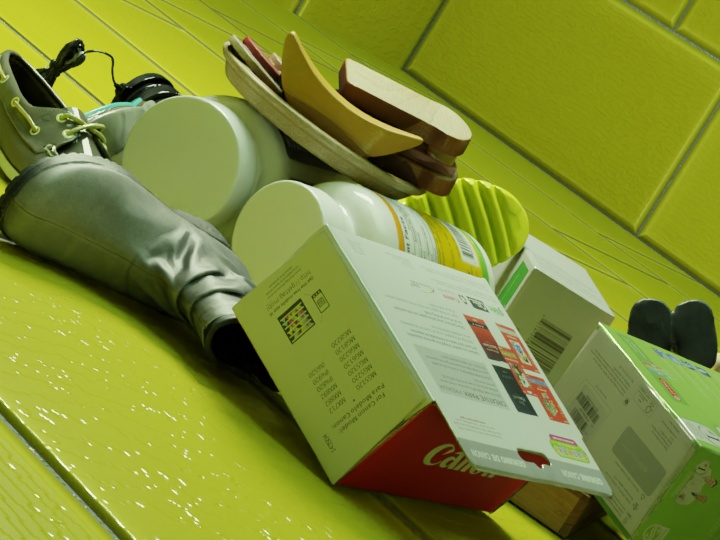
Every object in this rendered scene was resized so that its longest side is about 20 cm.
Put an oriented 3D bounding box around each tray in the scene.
[{"bbox_3d":[0.130,0.134,1.665,0.098,0.037,0.200,34,9,13],"label":"tray"}]

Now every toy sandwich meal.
[{"bbox_3d":[-0.009,-0.123,1.752,0.205,0.070,0.205,35,10,-7],"label":"toy sandwich meal"}]

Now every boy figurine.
[{"bbox_3d":[0.241,0.074,1.896,0.123,0.065,0.200,0,-13,1],"label":"boy figurine"}]

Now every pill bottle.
[{"bbox_3d":[0.000,0.000,1.705,0.111,0.111,0.200,38,11,37],"label":"pill bottle"},{"bbox_3d":[-0.089,-0.067,1.762,0.114,0.114,0.200,35,8,22],"label":"pill bottle"}]

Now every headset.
[{"bbox_3d":[-0.174,-0.108,1.920,0.200,0.094,0.123,45,-2,-27],"label":"headset"}]

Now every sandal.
[{"bbox_3d":[0.040,-0.033,1.968,0.198,0.080,0.087,-3,-2,-9],"label":"sandal"}]

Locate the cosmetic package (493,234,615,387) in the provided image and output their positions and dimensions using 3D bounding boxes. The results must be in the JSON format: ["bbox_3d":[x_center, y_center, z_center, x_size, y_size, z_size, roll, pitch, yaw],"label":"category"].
[{"bbox_3d":[0.142,0.041,1.997,0.085,0.108,0.200,31,7,-8],"label":"cosmetic package"}]

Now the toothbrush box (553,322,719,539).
[{"bbox_3d":[0.239,0.134,1.621,0.199,0.086,0.146,20,22,-36],"label":"toothbrush box"}]

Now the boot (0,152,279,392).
[{"bbox_3d":[-0.117,0.003,1.437,0.199,0.070,0.132,17,22,-46],"label":"boot"}]

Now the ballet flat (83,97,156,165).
[{"bbox_3d":[-0.176,-0.090,1.767,0.064,0.067,0.200,59,11,-2],"label":"ballet flat"}]

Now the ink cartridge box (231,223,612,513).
[{"bbox_3d":[0.042,0.080,1.424,0.200,0.084,0.176,19,35,-57],"label":"ink cartridge box"}]

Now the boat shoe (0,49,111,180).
[{"bbox_3d":[-0.209,-0.086,1.616,0.072,0.061,0.202,24,12,-44],"label":"boat shoe"}]
